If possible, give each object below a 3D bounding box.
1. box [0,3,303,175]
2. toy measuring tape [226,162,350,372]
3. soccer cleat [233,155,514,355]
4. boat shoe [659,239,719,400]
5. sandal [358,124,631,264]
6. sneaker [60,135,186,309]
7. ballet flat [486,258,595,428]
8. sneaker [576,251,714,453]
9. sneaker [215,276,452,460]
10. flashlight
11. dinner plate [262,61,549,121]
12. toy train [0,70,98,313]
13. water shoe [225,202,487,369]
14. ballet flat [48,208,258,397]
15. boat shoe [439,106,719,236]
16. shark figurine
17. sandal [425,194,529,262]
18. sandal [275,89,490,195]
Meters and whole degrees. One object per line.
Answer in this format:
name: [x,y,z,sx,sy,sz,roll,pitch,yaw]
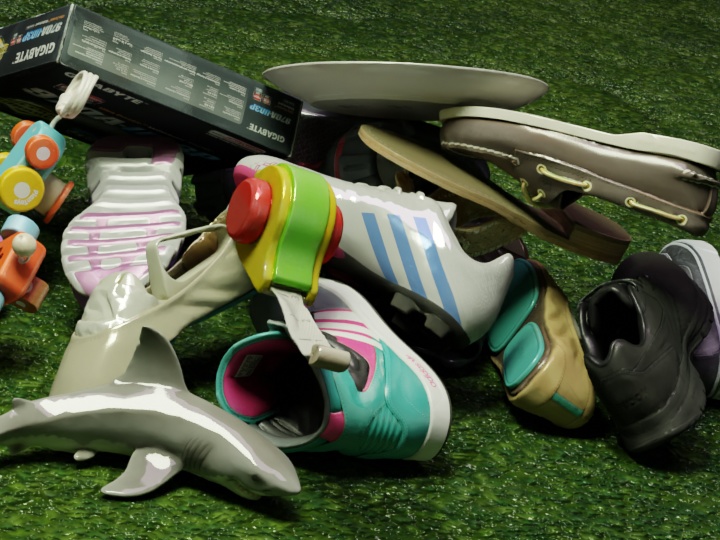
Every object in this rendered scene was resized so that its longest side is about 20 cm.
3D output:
box: [-0.167,-0.124,1.578,0.200,0.046,0.159,21,-16,-34]
toy measuring tape: [-0.035,-0.014,1.341,0.074,0.074,0.200,3,26,-20]
soccer cleat: [0.011,-0.027,1.457,0.200,0.086,0.070,36,-18,11]
boat shoe: [0.227,0.031,1.606,0.068,0.072,0.200,9,27,-8]
sandal: [0.082,-0.028,1.511,0.212,0.070,0.078,20,18,-21]
sneaker: [-0.157,-0.015,1.513,0.080,0.089,0.200,2,30,0]
ballet flat: [0.125,0.055,1.520,0.063,0.069,0.200,35,19,-13]
sneaker: [0.186,0.033,1.479,0.076,0.091,0.200,-31,22,19]
sneaker: [-0.045,0.058,1.384,0.121,0.084,0.200,7,20,-38]
flashlight: [-0.043,-0.067,1.621,0.200,0.068,0.068,-5,5,42]
dinner plate: [0.031,-0.123,1.538,0.200,0.024,0.200,4,-2,0]
toy train: [-0.216,-0.030,1.441,0.056,0.150,0.200,38,49,-22]
water shoe: [0.000,0.000,1.510,0.200,0.072,0.079,24,20,-7]
ballet flat: [-0.131,0.018,1.390,0.069,0.069,0.200,23,40,30]
boat shoe: [0.142,-0.068,1.469,0.200,0.060,0.072,11,0,20]
shark figurine: [-0.147,0.076,1.274,0.214,0.090,0.128,5,19,-19]
sandal: [0.028,-0.002,1.610,0.200,0.055,0.082,-17,70,-26]
sandal: [0.005,-0.101,1.651,0.200,0.076,0.043,18,48,7]
